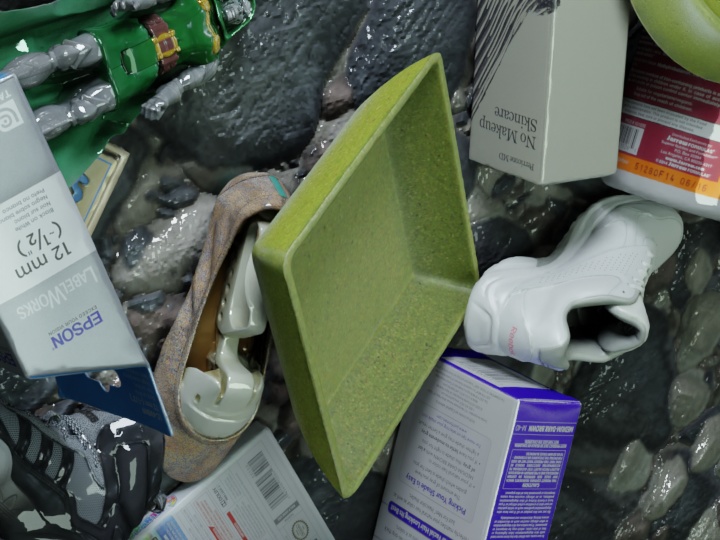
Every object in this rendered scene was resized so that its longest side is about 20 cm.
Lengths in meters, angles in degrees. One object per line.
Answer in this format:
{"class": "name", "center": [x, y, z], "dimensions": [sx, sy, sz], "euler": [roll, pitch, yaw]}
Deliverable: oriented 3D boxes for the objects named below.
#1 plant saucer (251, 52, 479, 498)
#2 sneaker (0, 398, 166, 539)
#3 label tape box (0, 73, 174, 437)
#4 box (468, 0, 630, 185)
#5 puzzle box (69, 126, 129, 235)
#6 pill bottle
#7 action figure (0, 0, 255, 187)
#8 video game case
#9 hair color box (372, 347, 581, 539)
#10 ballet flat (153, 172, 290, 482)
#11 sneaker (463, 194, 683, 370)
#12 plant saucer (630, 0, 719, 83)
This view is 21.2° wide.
{"class": "plant saucer", "center": [0.000, 0.000, 1.169], "dimensions": [0.200, 0.048, 0.201], "euler": [-55, 145, -38]}
{"class": "sneaker", "center": [-0.184, 0.093, 1.106], "dimensions": [0.114, 0.075, 0.201], "euler": [-43, 124, -26]}
{"class": "label tape box", "center": [-0.184, 0.001, 0.972], "dimensions": [0.066, 0.143, 0.201], "euler": [-29, 110, -25]}
{"class": "box", "center": [0.122, -0.162, 1.231], "dimensions": [0.068, 0.082, 0.201], "euler": [-9, 110, -34]}
{"class": "puzzle box", "center": [-0.233, -0.045, 1.048], "dimensions": [0.199, 0.025, 0.134], "euler": [25, 90, -38]}
{"class": "pill bottle", "center": [0.240, -0.141, 1.304], "dimensions": [0.109, 0.109, 0.201], "euler": [11, 99, -38]}
{"class": "action figure", "center": [-0.133, -0.117, 1.068], "dimensions": [0.200, 0.055, 0.119], "euler": [-33, 117, -40]}
{"class": "video game case", "center": [-0.107, 0.211, 1.233], "dimensions": [0.200, 0.018, 0.144], "euler": [-40, 125, -18]}
{"class": "hair color box", "center": [0.069, 0.164, 1.286], "dimensions": [0.065, 0.109, 0.201], "euler": [7, 102, -38]}
{"class": "ballet flat", "center": [-0.080, 0.041, 1.161], "dimensions": [0.068, 0.067, 0.201], "euler": [7, 102, -28]}
{"class": "sneaker", "center": [0.165, 0.018, 1.299], "dimensions": [0.200, 0.099, 0.078], "euler": [-32, 136, -34]}
{"class": "plant saucer", "center": [0.249, -0.218, 1.215], "dimensions": [0.199, 0.031, 0.201], "euler": [-3, 96, -29]}
